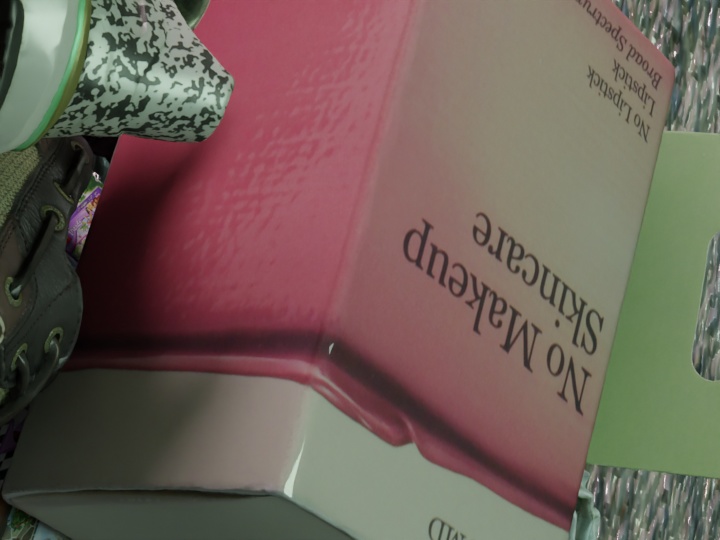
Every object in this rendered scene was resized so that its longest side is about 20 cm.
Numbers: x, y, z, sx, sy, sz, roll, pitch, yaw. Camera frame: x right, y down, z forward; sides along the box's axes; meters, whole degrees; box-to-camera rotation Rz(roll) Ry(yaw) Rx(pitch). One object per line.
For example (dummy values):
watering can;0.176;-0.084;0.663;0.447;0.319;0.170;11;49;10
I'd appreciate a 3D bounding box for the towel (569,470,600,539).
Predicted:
towel;0.017;0.130;0.907;0.048;0.200;0.171;-15;109;-32

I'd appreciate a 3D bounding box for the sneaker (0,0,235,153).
sneaker;-0.088;-0.084;0.672;0.089;0.200;0.077;16;118;-29

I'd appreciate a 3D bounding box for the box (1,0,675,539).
box;0.000;0.000;0.720;0.128;0.109;0.200;37;59;-42

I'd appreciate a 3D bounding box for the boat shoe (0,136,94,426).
boat shoe;-0.105;0.010;0.653;0.065;0.073;0.200;34;38;-23

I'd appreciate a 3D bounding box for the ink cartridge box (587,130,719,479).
ink cartridge box;0.069;0.003;0.973;0.048;0.200;0.146;34;64;-60

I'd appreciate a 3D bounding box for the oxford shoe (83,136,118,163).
oxford shoe;-0.076;-0.062;0.798;0.084;0.073;0.200;-40;114;-13

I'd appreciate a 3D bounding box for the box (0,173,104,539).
box;-0.135;0.035;0.706;0.137;0.039;0.200;44;47;-11
